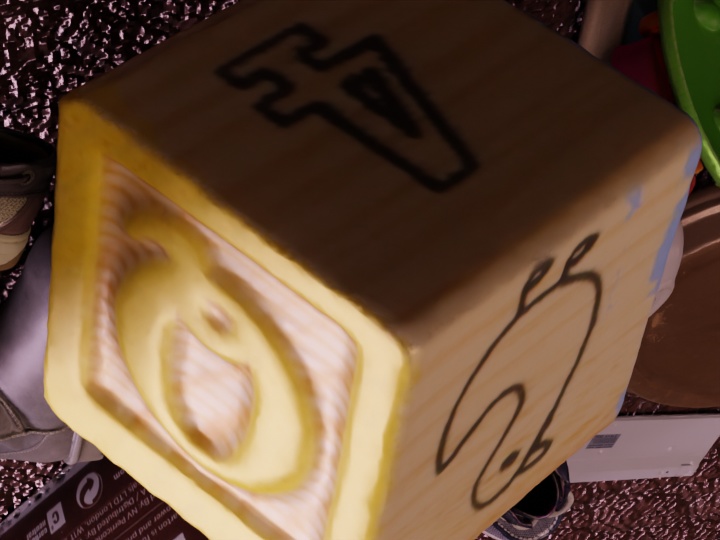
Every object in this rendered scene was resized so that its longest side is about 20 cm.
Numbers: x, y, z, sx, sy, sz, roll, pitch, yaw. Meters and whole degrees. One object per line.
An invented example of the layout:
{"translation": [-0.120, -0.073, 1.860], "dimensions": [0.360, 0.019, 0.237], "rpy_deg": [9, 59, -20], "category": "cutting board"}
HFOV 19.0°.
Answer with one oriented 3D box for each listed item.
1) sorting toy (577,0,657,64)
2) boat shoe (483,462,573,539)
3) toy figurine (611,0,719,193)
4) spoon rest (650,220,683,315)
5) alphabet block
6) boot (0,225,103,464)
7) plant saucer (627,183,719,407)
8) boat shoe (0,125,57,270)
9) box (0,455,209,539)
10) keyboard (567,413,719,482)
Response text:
{"translation": [0.200, -0.158, 1.072], "dimensions": [0.185, 0.036, 0.200], "rpy_deg": [-16, 141, -16], "category": "sorting toy"}
{"translation": [0.091, 0.128, 1.271], "dimensions": [0.075, 0.093, 0.200], "rpy_deg": [-34, 139, 0], "category": "boat shoe"}
{"translation": [0.126, -0.068, 1.050], "dimensions": [0.184, 0.150, 0.200], "rpy_deg": [-17, 167, 37], "category": "toy figurine"}
{"translation": [0.123, 0.020, 1.166], "dimensions": [0.099, 0.061, 0.200], "rpy_deg": [-34, 163, -15], "category": "spoon rest"}
{"translation": [0.000, 0.000, 0.939], "dimensions": [0.200, 0.196, 0.195], "rpy_deg": [-35, 148, -37], "category": "alphabet block"}
{"translation": [-0.220, 0.057, 1.032], "dimensions": [0.200, 0.073, 0.182], "rpy_deg": [-7, 136, -17], "category": "boot"}
{"translation": [0.223, 0.019, 1.263], "dimensions": [0.200, 0.029, 0.200], "rpy_deg": [-8, 140, -7], "category": "plant saucer"}
{"translation": [-0.216, -0.057, 0.899], "dimensions": [0.200, 0.073, 0.065], "rpy_deg": [18, 109, -45], "category": "boat shoe"}
{"translation": [-0.071, 0.193, 1.185], "dimensions": [0.166, 0.164, 0.200], "rpy_deg": [-39, 142, 19], "category": "box"}
{"translation": [0.151, 0.113, 1.376], "dimensions": [0.200, 0.011, 0.056], "rpy_deg": [1, 128, -34], "category": "keyboard"}
